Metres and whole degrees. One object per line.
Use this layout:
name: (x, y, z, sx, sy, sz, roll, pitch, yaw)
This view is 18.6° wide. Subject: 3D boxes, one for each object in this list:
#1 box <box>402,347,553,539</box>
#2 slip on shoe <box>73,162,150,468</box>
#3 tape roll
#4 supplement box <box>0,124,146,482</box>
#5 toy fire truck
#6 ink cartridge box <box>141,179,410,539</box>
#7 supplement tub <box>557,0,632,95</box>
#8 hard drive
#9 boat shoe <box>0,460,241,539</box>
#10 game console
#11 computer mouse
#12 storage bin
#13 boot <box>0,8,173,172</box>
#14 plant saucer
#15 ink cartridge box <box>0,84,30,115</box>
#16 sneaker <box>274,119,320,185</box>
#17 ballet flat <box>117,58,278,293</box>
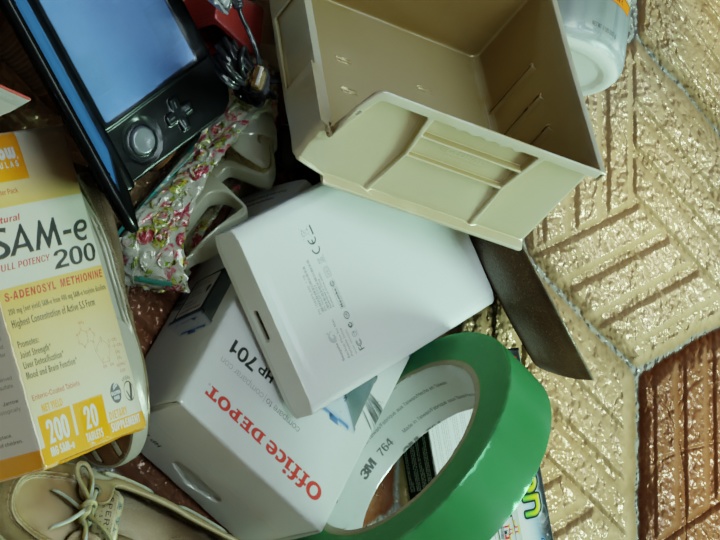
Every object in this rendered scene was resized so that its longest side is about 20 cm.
box: (0.087, 0.164, 1.636, 0.110, 0.035, 0.202, -6, 84, -41)
slip on shoe: (-0.174, 0.026, 1.429, 0.060, 0.076, 0.201, -17, 87, -56)
tape roll: (0.038, 0.133, 1.492, 0.048, 0.200, 0.201, 44, 56, -24)
supplement box: (-0.213, 0.020, 1.337, 0.126, 0.073, 0.201, -19, 94, -65)
toy fire truck: (-0.031, -0.190, 1.606, 0.199, 0.049, 0.142, 28, 64, -34)
ink cartridge box: (-0.057, 0.063, 1.504, 0.146, 0.086, 0.201, 44, 53, -24)
supplement tub: (0.158, -0.248, 1.731, 0.122, 0.122, 0.201, 22, 66, -35)
hard drive: (0.000, 0.000, 1.496, 0.200, 0.026, 0.133, -29, 98, -44)
boat shoe: (-0.150, 0.167, 1.416, 0.199, 0.062, 0.074, 21, 68, -35)
game console: (-0.156, -0.148, 1.370, 0.176, 0.116, 0.201, -40, 113, -32)
computer mouse: (-0.108, -0.202, 1.445, 0.110, 0.044, 0.201, -15, 84, -83)
storage bin: (0.045, -0.140, 1.506, 0.198, 0.094, 0.201, 18, 43, -30)
boot: (-0.153, -0.181, 1.490, 0.155, 0.074, 0.201, 39, 68, -27)
plant saucer: (0.112, 0.000, 1.630, 0.036, 0.200, 0.201, -28, 102, 5)
ink cartridge box: (-0.281, -0.116, 1.278, 0.109, 0.199, 0.051, 24, 66, -34)
sneaker: (0.000, -0.036, 1.595, 0.086, 0.080, 0.200, -42, 104, -21)
ballet flat: (-0.097, -0.059, 1.503, 0.201, 0.064, 0.076, -57, 160, -26)
